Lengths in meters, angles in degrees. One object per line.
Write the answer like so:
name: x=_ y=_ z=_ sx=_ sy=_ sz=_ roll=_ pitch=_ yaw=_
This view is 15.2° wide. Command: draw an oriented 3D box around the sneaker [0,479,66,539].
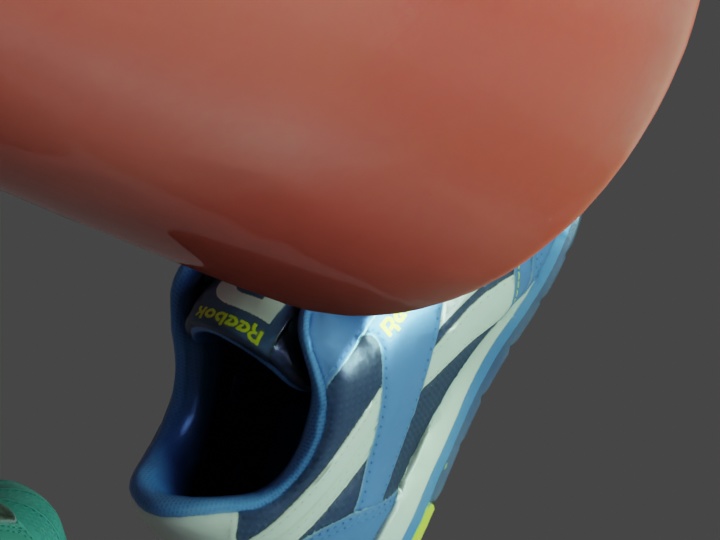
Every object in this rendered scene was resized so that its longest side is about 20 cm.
sneaker: x=-0.128 y=0.053 z=0.553 sx=0.200 sy=0.071 sz=0.080 roll=-8 pitch=98 yaw=-58

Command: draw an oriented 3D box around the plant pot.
plant pot: x=-0.048 y=-0.097 z=0.605 sx=0.177 sy=0.200 sz=0.201 roll=11 pitch=77 yaw=-49

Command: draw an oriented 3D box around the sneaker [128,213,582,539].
sneaker: x=0.000 y=0.000 z=0.741 sx=0.082 sy=0.074 sz=0.201 roll=27 pitch=83 yaw=-47
